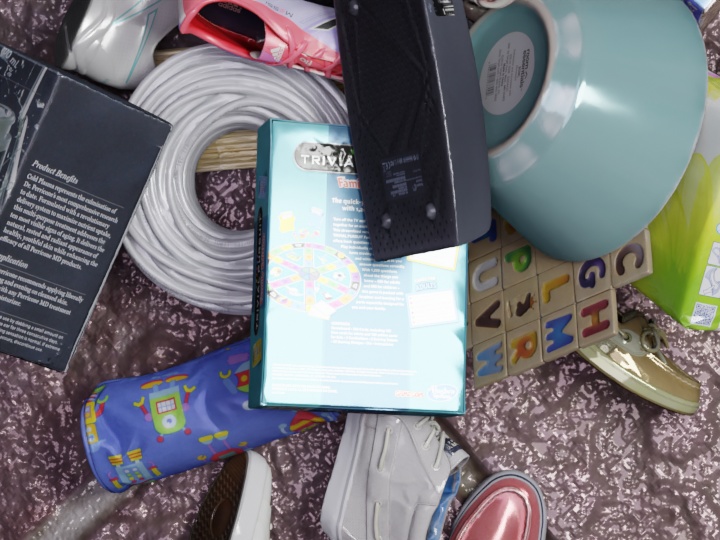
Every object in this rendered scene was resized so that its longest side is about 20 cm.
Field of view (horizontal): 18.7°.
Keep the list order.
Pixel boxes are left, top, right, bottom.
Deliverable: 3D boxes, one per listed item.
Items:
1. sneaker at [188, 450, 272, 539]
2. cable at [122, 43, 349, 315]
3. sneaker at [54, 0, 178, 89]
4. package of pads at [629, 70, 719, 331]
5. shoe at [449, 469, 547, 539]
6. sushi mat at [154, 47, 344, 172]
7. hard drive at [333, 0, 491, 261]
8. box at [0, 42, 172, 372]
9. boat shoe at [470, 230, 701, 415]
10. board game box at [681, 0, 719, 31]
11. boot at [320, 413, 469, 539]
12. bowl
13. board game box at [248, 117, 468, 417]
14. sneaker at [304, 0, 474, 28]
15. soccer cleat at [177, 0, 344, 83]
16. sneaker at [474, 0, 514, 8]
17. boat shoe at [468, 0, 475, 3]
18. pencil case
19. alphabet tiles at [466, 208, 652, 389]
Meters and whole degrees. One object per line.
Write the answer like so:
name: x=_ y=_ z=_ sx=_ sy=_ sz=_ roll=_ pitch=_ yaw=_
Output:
sneaker: x=-0.087 y=0.239 z=1.640 sx=0.084 sy=0.073 sz=0.202 roll=16 pitch=81 yaw=-29
cable: x=-0.087 y=-0.068 z=1.620 sx=0.198 sy=0.069 sz=0.202 roll=-1 pitch=92 yaw=7
sneaker: x=-0.161 y=-0.231 z=1.650 sx=0.080 sy=0.070 sz=0.202 roll=24 pitch=83 yaw=-22
package of pads: x=0.224 y=-0.063 z=1.518 sx=0.068 sy=0.200 sz=0.156 roll=7 pitch=108 yaw=-24
shoe: x=0.079 y=0.243 z=1.596 sx=0.071 sy=0.091 sz=0.201 roll=26 pitch=92 yaw=6
sushi mat: x=-0.071 y=-0.126 z=1.658 sx=0.198 sy=0.012 sz=0.097 roll=-4 pitch=90 yaw=7
hard drive: x=0.036 y=-0.112 z=1.479 sx=0.042 sy=0.135 sz=0.202 roll=-8 pitch=89 yaw=-27
box: x=-0.270 y=-0.062 z=1.584 sx=0.199 sy=0.124 sz=0.198 roll=25 pitch=91 yaw=42
boat shoe: x=0.175 y=0.030 z=1.600 sx=0.200 sy=0.073 sz=0.063 roll=38 pitch=98 yaw=13
board game box: x=0.199 y=-0.274 z=1.556 sx=0.200 sy=0.159 sz=0.097 roll=41 pitch=93 yaw=5
boot: x=0.040 y=0.116 z=1.605 sx=0.095 sy=0.073 sz=0.202 roll=16 pitch=100 yaw=23
bowl: x=0.130 y=-0.116 z=1.492 sx=0.104 sy=0.200 sz=0.203 roll=17 pitch=92 yaw=-34
board game box: x=0.000 y=0.000 z=1.549 sx=0.149 sy=0.047 sz=0.202 roll=4 pitch=82 yaw=-15
sneaker: x=0.039 y=-0.196 z=1.617 sx=0.199 sy=0.083 sz=0.072 roll=38 pitch=124 yaw=-17
soccer cleat: x=-0.036 y=-0.162 z=1.555 sx=0.198 sy=0.077 sz=0.067 roll=20 pitch=127 yaw=-4
sneaker: x=0.077 y=-0.228 z=1.498 sx=0.105 sy=0.200 sz=0.076 roll=-48 pitch=112 yaw=-25
boat shoe: x=0.071 y=-0.248 z=1.619 sx=0.199 sy=0.063 sz=0.073 roll=26 pitch=92 yaw=6
pencil case: x=-0.111 y=0.098 z=1.623 sx=0.198 sy=0.078 sz=0.088 roll=-20 pitch=84 yaw=8
alphabet tiles: x=0.126 y=-0.012 z=1.549 sx=0.199 sy=0.006 sz=0.168 roll=-25 pitch=55 yaw=41
